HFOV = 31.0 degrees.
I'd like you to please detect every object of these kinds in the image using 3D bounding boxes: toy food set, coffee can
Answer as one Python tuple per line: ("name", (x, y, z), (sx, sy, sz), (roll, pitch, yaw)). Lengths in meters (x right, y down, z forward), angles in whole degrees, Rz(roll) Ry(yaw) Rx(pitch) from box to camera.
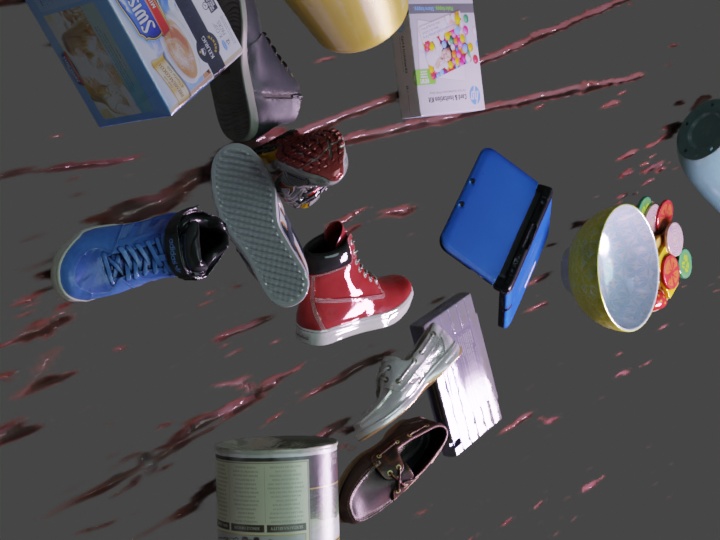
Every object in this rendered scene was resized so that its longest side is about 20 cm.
("toy food set", (0.514, -0.030, 2.279), (0.198, 0.048, 0.201), (-50, 124, -38))
("coffee can", (-0.094, 0.299, 1.492), (0.145, 0.145, 0.203), (-1, 89, -49))

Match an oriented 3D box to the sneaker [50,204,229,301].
("sneaker", (-0.226, -0.019, 1.382), (0.199, 0.110, 0.078), (-20, 103, -47))

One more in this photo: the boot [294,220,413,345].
("boot", (0.000, 0.000, 1.643), (0.199, 0.072, 0.146), (-19, 121, -46))

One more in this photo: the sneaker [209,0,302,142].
("sneaker", (-0.131, -0.262, 1.541), (0.106, 0.074, 0.203), (-27, 117, -51))

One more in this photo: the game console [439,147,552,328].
("game console", (0.203, -0.048, 1.946), (0.172, 0.117, 0.201), (84, 29, -55))

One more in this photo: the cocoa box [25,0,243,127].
("cocoa box", (-0.245, -0.271, 1.355), (0.131, 0.132, 0.201), (-48, 122, -37))

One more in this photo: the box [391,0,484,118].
("box", (0.106, -0.321, 1.831), (0.155, 0.041, 0.203), (-13, 99, -48))

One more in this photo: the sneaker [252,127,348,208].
("sneaker", (-0.059, -0.116, 1.512), (0.077, 0.200, 0.083), (-30, 106, -15))

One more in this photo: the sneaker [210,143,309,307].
("sneaker", (-0.121, -0.051, 1.536), (0.079, 0.078, 0.202), (-151, -141, -88))

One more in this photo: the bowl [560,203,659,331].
("bowl", (0.387, -0.003, 2.087), (0.199, 0.107, 0.203), (3, 86, -48))

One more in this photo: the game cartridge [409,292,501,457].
("game cartridge", (0.137, 0.147, 1.852), (0.129, 0.038, 0.202), (-32, 112, -49))

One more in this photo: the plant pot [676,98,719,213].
("plant pot", (0.674, -0.221, 2.371), (0.160, 0.199, 0.203), (29, 66, -32))

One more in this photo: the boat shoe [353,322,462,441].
("boat shoe", (0.050, 0.145, 1.730), (0.070, 0.071, 0.200), (50, 59, -3))

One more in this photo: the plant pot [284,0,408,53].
("plant pot", (-0.028, -0.378, 1.580), (0.202, 0.199, 0.190), (-65, 148, -27))

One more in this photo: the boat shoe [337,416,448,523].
("boat shoe", (0.042, 0.260, 1.709), (0.200, 0.070, 0.071), (-45, 121, -39))
